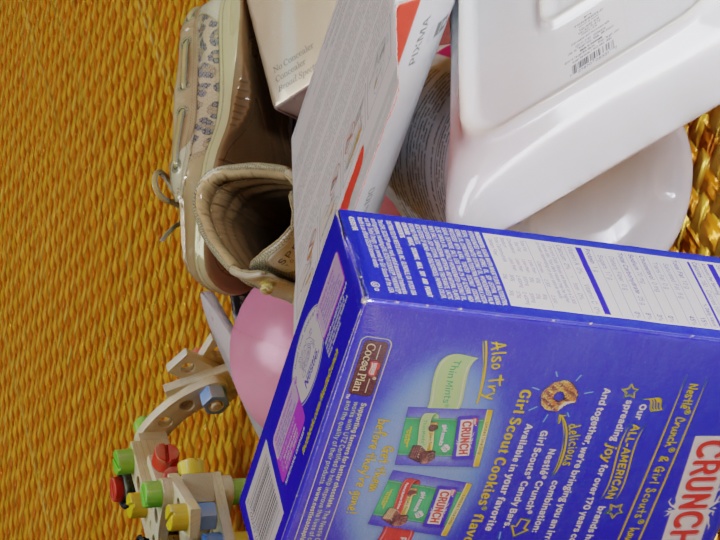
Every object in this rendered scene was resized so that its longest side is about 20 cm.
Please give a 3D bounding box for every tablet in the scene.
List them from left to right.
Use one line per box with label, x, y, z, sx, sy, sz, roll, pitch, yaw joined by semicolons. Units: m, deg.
tablet;-0.052;0.105;1.804;0.130;0.014;0.200;68;174;-30

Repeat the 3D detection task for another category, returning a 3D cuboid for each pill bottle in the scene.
pill bottle;0.075;-0.056;1.427;0.200;0.113;0.114;-153;70;-70

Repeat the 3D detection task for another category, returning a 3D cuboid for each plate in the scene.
plate;0.108;-0.127;1.285;0.199;0.032;0.200;-30;38;29

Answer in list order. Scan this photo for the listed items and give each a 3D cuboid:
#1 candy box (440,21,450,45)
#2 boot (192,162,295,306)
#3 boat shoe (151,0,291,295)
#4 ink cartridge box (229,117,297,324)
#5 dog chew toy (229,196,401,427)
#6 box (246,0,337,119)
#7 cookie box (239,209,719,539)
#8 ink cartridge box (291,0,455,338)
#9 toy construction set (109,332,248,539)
candy box;0.056;-0.221;1.626;0.116;0.055;0.200;118;151;-48
boot;0.015;0.014;1.461;0.200;0.155;0.072;29;88;47
boat shoe;-0.081;-0.073;1.699;0.063;0.073;0.201;-14;55;33
ink cartridge box;-0.056;-0.059;1.830;0.198;0.043;0.201;86;-172;-75
dog chew toy;0.000;0.000;1.638;0.125;0.124;0.201;-155;79;-71
box;-0.017;-0.189;1.705;0.095;0.078;0.201;-32;59;28
cookie box;0.066;0.070;1.278;0.075;0.199;0.172;-107;30;-52
ink cartridge box;0.010;-0.067;1.331;0.200;0.057;0.163;-99;24;-54
toy construction set;-0.121;0.139;1.967;0.200;0.092;0.131;-91;11;-47
